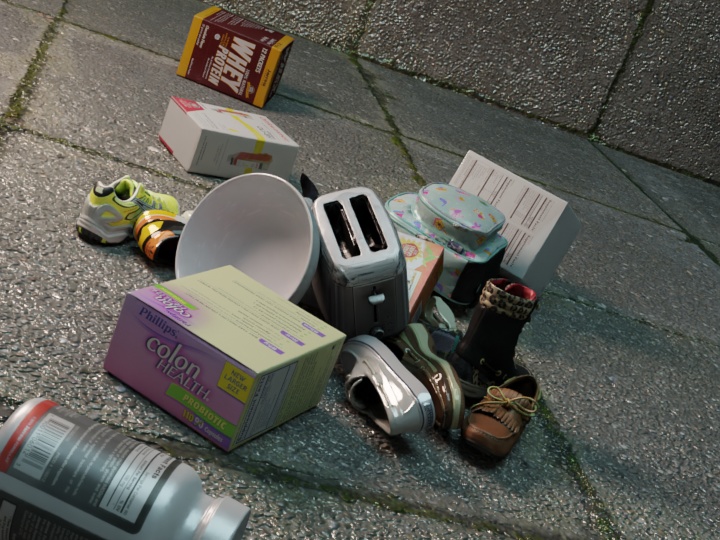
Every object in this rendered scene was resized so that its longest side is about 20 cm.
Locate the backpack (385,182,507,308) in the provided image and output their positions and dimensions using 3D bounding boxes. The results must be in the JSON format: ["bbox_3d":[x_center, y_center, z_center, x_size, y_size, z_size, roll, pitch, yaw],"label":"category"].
[{"bbox_3d":[0.122,-0.052,1.860,0.198,0.155,0.176,21,23,17],"label":"backpack"}]

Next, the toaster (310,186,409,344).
[{"bbox_3d":[-0.005,-0.014,1.502,0.112,0.130,0.201,-12,50,-10],"label":"toaster"}]

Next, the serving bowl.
[{"bbox_3d":[-0.132,-0.016,1.468,0.199,0.201,0.066,34,0,31],"label":"serving bowl"}]

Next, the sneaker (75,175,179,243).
[{"bbox_3d":[-0.305,-0.087,1.611,0.075,0.077,0.200,26,18,16],"label":"sneaker"}]

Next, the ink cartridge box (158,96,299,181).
[{"bbox_3d":[-0.228,-0.222,2.039,0.199,0.084,0.145,8,24,-37],"label":"ink cartridge box"}]

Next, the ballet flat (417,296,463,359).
[{"bbox_3d":[0.088,0.058,1.671,0.071,0.073,0.200,8,23,-34],"label":"ballet flat"}]

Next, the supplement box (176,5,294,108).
[{"bbox_3d":[-0.269,-0.469,2.569,0.198,0.134,0.197,21,19,-2],"label":"supplement box"}]

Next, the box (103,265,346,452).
[{"bbox_3d":[-0.144,0.089,1.291,0.175,0.097,0.200,30,20,19],"label":"box"}]

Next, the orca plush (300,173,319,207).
[{"bbox_3d":[-0.133,-0.049,1.567,0.071,0.201,0.105,31,-12,5],"label":"orca plush"}]

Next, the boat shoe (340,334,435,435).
[{"bbox_3d":[0.014,0.138,1.388,0.065,0.073,0.200,-14,30,-23],"label":"boat shoe"}]

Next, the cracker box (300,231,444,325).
[{"bbox_3d":[0.000,0.000,1.613,0.198,0.058,0.134,19,52,15],"label":"cracker box"}]

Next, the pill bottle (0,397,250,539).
[{"bbox_3d":[-0.196,0.192,0.933,0.198,0.117,0.116,24,19,4],"label":"pill bottle"}]

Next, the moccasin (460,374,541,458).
[{"bbox_3d":[0.180,0.174,1.448,0.073,0.078,0.201,30,21,22],"label":"moccasin"}]

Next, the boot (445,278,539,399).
[{"bbox_3d":[0.192,0.093,1.556,0.073,0.152,0.199,34,16,38],"label":"boot"}]

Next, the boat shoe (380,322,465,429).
[{"bbox_3d":[0.068,0.136,1.462,0.074,0.075,0.203,-4,24,-14],"label":"boat shoe"}]

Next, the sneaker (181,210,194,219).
[{"bbox_3d":[-0.172,-0.074,1.720,0.199,0.082,0.075,5,27,-38],"label":"sneaker"}]

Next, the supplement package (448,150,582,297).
[{"bbox_3d":[0.248,-0.078,2.018,0.199,0.151,0.152,31,-1,24],"label":"supplement package"}]

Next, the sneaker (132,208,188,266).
[{"bbox_3d":[-0.205,-0.027,1.587,0.198,0.070,0.090,6,31,-29],"label":"sneaker"}]
